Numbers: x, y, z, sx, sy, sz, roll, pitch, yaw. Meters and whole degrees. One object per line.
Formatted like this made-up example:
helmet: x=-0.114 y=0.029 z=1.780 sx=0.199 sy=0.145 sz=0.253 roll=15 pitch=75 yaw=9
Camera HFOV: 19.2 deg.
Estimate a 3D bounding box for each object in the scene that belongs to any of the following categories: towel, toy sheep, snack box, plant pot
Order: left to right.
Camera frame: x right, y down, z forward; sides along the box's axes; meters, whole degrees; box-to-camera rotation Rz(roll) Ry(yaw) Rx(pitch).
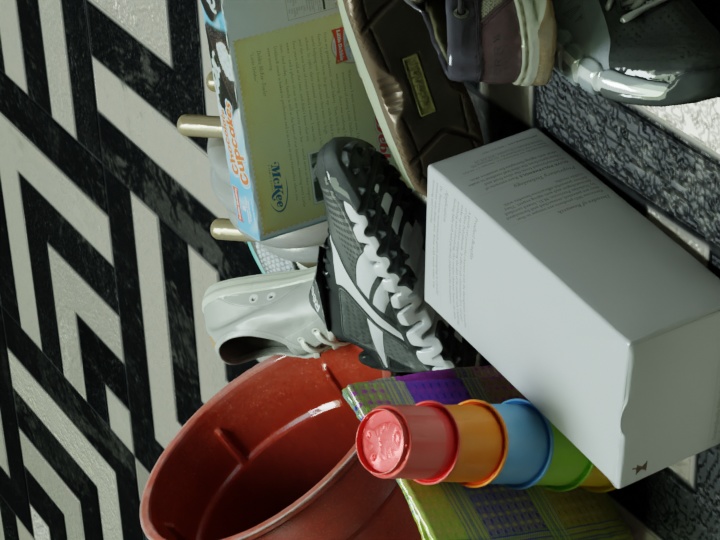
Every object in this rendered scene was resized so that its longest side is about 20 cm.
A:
toy sheep: x=-0.044 y=-0.079 z=1.425 sx=0.138 sy=0.138 sz=0.200 roll=44 pitch=159 yaw=44
snack box: x=-0.033 y=-0.128 z=1.315 sx=0.037 sy=0.116 sz=0.200 roll=32 pitch=135 yaw=57
plant pot: x=-0.014 y=0.183 z=1.455 sx=0.195 sy=0.201 sz=0.201 roll=54 pitch=162 yaw=-25
towel: x=0.080 y=0.122 z=1.277 sx=0.023 sy=0.200 sz=0.144 roll=-42 pitch=66 yaw=30

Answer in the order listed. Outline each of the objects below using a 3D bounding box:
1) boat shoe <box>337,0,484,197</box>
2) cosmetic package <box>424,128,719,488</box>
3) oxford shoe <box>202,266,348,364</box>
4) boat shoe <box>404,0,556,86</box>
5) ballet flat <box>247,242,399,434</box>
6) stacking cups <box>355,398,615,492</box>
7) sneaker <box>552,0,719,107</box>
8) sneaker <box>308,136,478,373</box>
boat shoe: x=0.018 y=-0.141 z=1.268 sx=0.076 sy=0.072 sz=0.200 roll=-140 pitch=37 yaw=-66
cosmetic package: x=0.122 y=0.018 z=1.219 sx=0.200 sy=0.085 sz=0.108 roll=45 pitch=145 yaw=41
oxford shoe: x=-0.018 y=0.028 z=1.435 sx=0.200 sy=0.075 sz=0.058 roll=-11 pitch=66 yaw=26
boat shoe: x=0.046 y=-0.167 z=1.133 sx=0.072 sy=0.065 sz=0.200 roll=100 pitch=157 yaw=-43
ballet flat: x=-0.018 y=0.021 z=1.540 sx=0.200 sy=0.072 sz=0.072 roll=66 pitch=154 yaw=10
stacking cups: x=0.082 y=0.097 z=1.223 sx=0.060 sy=0.200 sz=0.061 roll=-5 pitch=82 yaw=40
sneaker: x=0.123 y=-0.165 z=1.105 sx=0.200 sy=0.075 sz=0.116 roll=38 pitch=137 yaw=50
sneaker: x=0.000 y=0.000 z=1.329 sx=0.090 sy=0.066 sz=0.200 roll=-8 pitch=135 yaw=24
